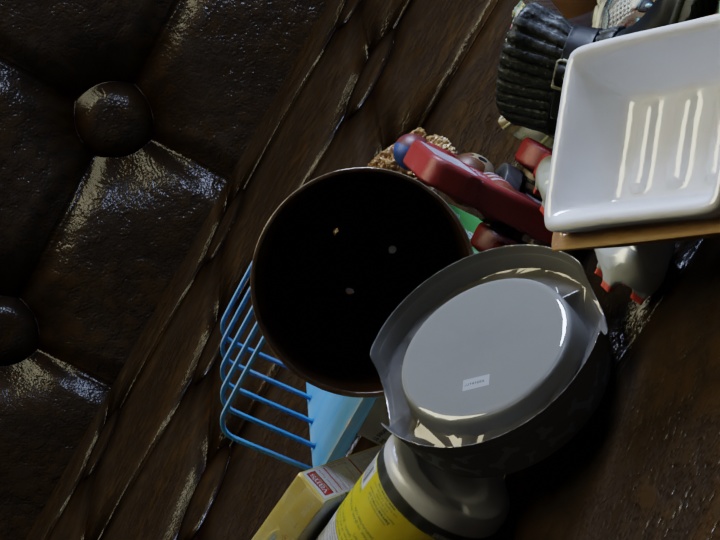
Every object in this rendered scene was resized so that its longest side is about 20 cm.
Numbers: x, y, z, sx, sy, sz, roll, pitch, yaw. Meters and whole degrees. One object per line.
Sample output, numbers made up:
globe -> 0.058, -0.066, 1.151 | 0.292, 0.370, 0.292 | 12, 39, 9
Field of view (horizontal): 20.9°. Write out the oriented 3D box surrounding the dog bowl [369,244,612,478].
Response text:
dog bowl -> 0.103, 0.073, 1.506 | 0.199, 0.059, 0.201 | -20, 40, 18

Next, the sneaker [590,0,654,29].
sneaker -> 0.265, -0.248, 1.675 | 0.201, 0.077, 0.086 | -65, 19, -1

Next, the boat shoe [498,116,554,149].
boat shoe -> 0.205, -0.209, 1.856 | 0.202, 0.063, 0.073 | -60, 13, 16

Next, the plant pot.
plant pot -> 0.000, 0.000, 1.685 | 0.188, 0.186, 0.200 | -62, 4, 4

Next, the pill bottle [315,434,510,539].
pill bottle -> 0.025, 0.229, 1.582 | 0.201, 0.114, 0.115 | -56, 14, 30

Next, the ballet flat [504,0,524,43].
ballet flat -> 0.204, -0.269, 1.977 | 0.201, 0.075, 0.064 | -65, 28, 6

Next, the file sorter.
file sorter -> -0.057, 0.075, 1.833 | 0.139, 0.122, 0.200 | -60, 15, 21

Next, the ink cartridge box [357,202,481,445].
ink cartridge box -> 0.049, 0.053, 1.907 | 0.147, 0.083, 0.201 | -46, 22, 53

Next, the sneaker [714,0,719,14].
sneaker -> 0.288, -0.168, 1.464 | 0.084, 0.076, 0.202 | 3, -69, -64

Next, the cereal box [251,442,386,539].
cereal box -> -0.016, 0.213, 1.689 | 0.199, 0.040, 0.144 | -14, -36, -52

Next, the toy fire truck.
toy fire truck -> 0.112, -0.071, 1.715 | 0.113, 0.167, 0.200 | -61, 13, 8

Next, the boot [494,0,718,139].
boot -> 0.200, -0.187, 1.552 | 0.079, 0.157, 0.213 | -7, -56, -53

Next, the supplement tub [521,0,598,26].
supplement tub -> 0.182, -0.309, 1.749 | 0.144, 0.200, 0.146 | -25, 44, 27

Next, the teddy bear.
teddy bear -> 0.032, -0.067, 1.871 | 0.145, 0.067, 0.200 | -34, -6, -33

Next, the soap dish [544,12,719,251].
soap dish -> 0.222, -0.092, 1.369 | 0.199, 0.081, 0.159 | -6, 71, 56

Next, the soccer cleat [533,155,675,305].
soccer cleat -> 0.196, -0.049, 1.528 | 0.078, 0.069, 0.200 | -62, 27, 19
